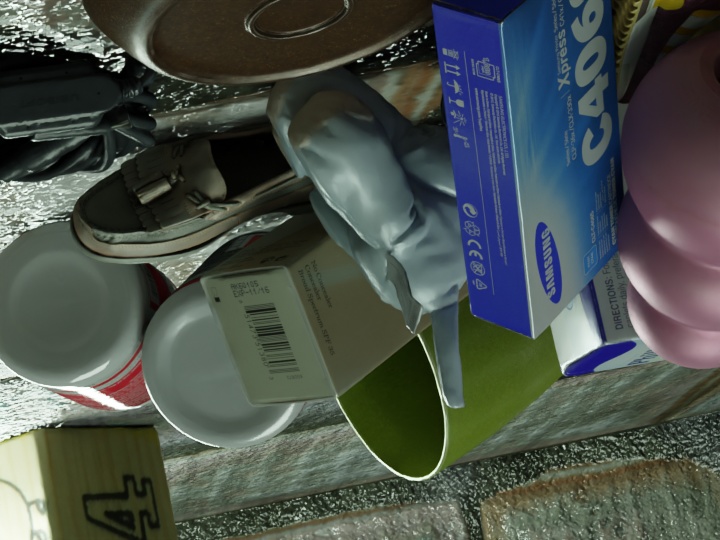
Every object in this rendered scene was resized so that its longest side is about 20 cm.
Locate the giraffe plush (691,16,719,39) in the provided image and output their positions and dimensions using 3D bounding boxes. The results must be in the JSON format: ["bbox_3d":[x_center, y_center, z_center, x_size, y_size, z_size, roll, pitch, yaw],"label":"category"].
[{"bbox_3d":[0.281,-0.130,1.168,0.162,0.173,0.200,-19,132,-30],"label":"giraffe plush"}]

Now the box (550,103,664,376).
[{"bbox_3d":[0.211,-0.046,1.332,0.200,0.184,0.105,-9,169,-12],"label":"box"}]

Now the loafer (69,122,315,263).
[{"bbox_3d":[-0.079,-0.061,1.277,0.200,0.072,0.063,-15,152,-19],"label":"loafer"}]

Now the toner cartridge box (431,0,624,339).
[{"bbox_3d":[0.089,-0.072,1.069,0.043,0.200,0.095,22,-131,32],"label":"toner cartridge box"}]

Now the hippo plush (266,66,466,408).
[{"bbox_3d":[0.053,-0.069,1.183,0.161,0.200,0.159,-31,134,-4],"label":"hippo plush"}]

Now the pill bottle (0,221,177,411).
[{"bbox_3d":[-0.182,0.039,1.475,0.112,0.112,0.200,-14,167,6],"label":"pill bottle"}]

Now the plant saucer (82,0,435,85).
[{"bbox_3d":[-0.032,-0.136,1.009,0.200,0.035,0.200,-12,163,-4],"label":"plant saucer"}]

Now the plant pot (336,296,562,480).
[{"bbox_3d":[0.094,0.042,1.681,0.200,0.187,0.187,-23,173,-26],"label":"plant pot"}]

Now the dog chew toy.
[{"bbox_3d":[0.189,-0.027,1.099,0.124,0.125,0.200,-9,138,-15],"label":"dog chew toy"}]

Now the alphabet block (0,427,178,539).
[{"bbox_3d":[-0.321,0.284,2.217,0.195,0.200,0.196,-21,165,31],"label":"alphabet block"}]

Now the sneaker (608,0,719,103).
[{"bbox_3d":[0.164,-0.144,1.097,0.090,0.075,0.200,-16,167,-6],"label":"sneaker"}]

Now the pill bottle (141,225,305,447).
[{"bbox_3d":[-0.070,0.037,1.455,0.116,0.116,0.200,-16,-168,15],"label":"pill bottle"}]

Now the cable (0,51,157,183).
[{"bbox_3d":[-0.208,-0.075,1.127,0.200,0.051,0.163,-12,173,-16],"label":"cable"}]

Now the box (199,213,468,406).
[{"bbox_3d":[0.000,0.000,1.342,0.078,0.095,0.200,-9,-160,42],"label":"box"}]
